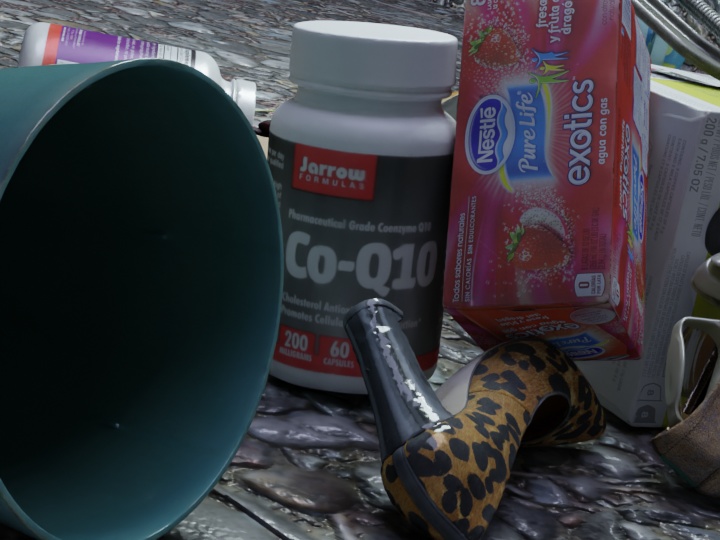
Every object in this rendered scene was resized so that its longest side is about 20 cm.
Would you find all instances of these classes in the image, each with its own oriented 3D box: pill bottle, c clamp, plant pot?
[{"bbox_3d":[-0.001,-0.039,0.877,0.113,0.201,0.114,5,14,-1],"label":"pill bottle"},{"bbox_3d":[0.235,-0.184,1.063,0.170,0.027,0.200,9,36,-42],"label":"c clamp"},{"bbox_3d":[-0.194,-0.140,1.280,0.199,0.113,0.113,9,15,-12],"label":"pill bottle"},{"bbox_3d":[-0.153,0.007,0.646,0.160,0.202,0.200,7,11,31],"label":"plant pot"}]

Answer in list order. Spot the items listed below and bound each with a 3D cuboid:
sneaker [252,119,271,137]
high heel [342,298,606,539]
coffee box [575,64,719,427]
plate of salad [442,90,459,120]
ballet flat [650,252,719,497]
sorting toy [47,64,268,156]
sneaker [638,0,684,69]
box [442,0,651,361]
[{"bbox_3d":[-0.053,-0.088,1.181,0.115,0.076,0.200,19,-6,-24],"label":"sneaker"},{"bbox_3d":[0.079,0.101,0.778,0.199,0.071,0.143,22,35,-39],"label":"high heel"},{"bbox_3d":[0.224,-0.023,1.012,0.197,0.201,0.200,4,16,-28],"label":"coffee box"},{"bbox_3d":[0.075,-0.110,1.267,0.199,0.200,0.048,-7,60,-50],"label":"plate of salad"},{"bbox_3d":[0.217,0.030,0.858,0.067,0.201,0.068,26,-27,1],"label":"ballet flat"},{"bbox_3d":[-0.116,-0.069,0.988,0.199,0.037,0.185,13,22,-24],"label":"sorting toy"},{"bbox_3d":[0.173,-0.179,1.082,0.130,0.080,0.200,13,5,11],"label":"sneaker"},{"bbox_3d":[0.110,-0.056,0.857,0.095,0.201,0.100,-3,-22,21],"label":"box"}]
